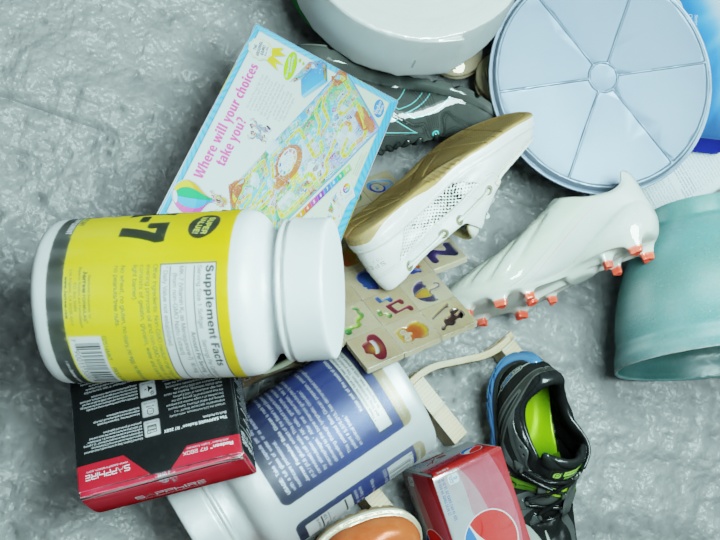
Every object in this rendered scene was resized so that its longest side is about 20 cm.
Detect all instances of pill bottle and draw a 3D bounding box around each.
[{"bbox_3d":[-0.114,0.017,0.881,0.196,0.114,0.116,-3,79,8],"label":"pill bottle"},{"bbox_3d":[-0.050,0.144,0.990,0.199,0.111,0.112,-33,90,-12],"label":"pill bottle"}]

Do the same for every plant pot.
[{"bbox_3d":[0.308,0.011,1.098,0.197,0.200,0.136,-1,77,-18],"label":"plant pot"}]

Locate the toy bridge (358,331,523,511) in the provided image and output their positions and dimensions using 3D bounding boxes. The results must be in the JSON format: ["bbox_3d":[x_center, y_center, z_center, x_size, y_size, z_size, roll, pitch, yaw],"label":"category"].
[{"bbox_3d":[0.062,0.117,1.083,0.200,0.027,0.067,-42,93,-20],"label":"toy bridge"}]

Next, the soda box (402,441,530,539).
[{"bbox_3d":[0.103,0.246,1.038,0.069,0.063,0.203,-20,94,-22],"label":"soda box"}]

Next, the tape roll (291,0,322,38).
[{"bbox_3d":[0.029,-0.282,1.123,0.197,0.048,0.204,2,74,-7],"label":"tape roll"}]

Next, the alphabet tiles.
[{"bbox_3d":[0.000,0.000,1.029,0.165,0.008,0.200,-21,46,-21],"label":"alphabet tiles"}]

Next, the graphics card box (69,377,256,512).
[{"bbox_3d":[-0.154,0.067,0.955,0.124,0.051,0.203,-15,63,3],"label":"graphics card box"}]

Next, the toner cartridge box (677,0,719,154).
[{"bbox_3d":[0.292,-0.213,1.168,0.093,0.043,0.204,4,80,-13],"label":"toner cartridge box"}]

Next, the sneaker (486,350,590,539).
[{"bbox_3d":[0.149,0.169,1.063,0.070,0.082,0.203,-11,101,-22],"label":"sneaker"}]

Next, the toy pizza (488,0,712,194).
[{"bbox_3d":[0.206,-0.163,1.111,0.197,0.032,0.204,1,82,-5],"label":"toy pizza"}]

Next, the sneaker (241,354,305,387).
[{"bbox_3d":[-0.116,0.067,1.008,0.198,0.075,0.071,-22,87,-21],"label":"sneaker"}]

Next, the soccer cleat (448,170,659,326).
[{"bbox_3d":[0.156,-0.015,1.085,0.198,0.069,0.079,-24,66,20],"label":"soccer cleat"}]

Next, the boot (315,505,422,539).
[{"bbox_3d":[-0.019,0.257,0.981,0.199,0.107,0.076,-32,107,-21],"label":"boot"}]

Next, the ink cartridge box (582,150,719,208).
[{"bbox_3d":[0.257,-0.144,1.192,0.198,0.041,0.201,-30,89,-17],"label":"ink cartridge box"}]

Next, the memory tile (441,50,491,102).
[{"bbox_3d":[0.131,-0.223,1.154,0.198,0.017,0.154,32,72,6],"label":"memory tile"}]

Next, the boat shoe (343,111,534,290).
[{"bbox_3d":[0.073,-0.057,1.037,0.199,0.071,0.070,-38,109,-23],"label":"boat shoe"}]

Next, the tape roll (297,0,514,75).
[{"bbox_3d":[0.040,-0.266,1.059,0.199,0.071,0.206,2,74,-8],"label":"tape roll"}]

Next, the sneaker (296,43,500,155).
[{"bbox_3d":[0.027,-0.133,1.109,0.197,0.075,0.081,14,89,-9],"label":"sneaker"}]

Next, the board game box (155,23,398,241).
[{"bbox_3d":[-0.063,-0.082,0.995,0.133,0.034,0.202,28,58,-8],"label":"board game box"}]
